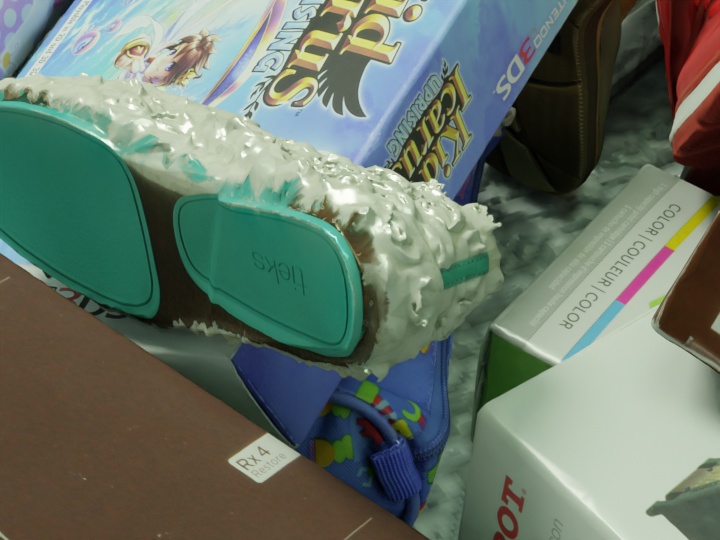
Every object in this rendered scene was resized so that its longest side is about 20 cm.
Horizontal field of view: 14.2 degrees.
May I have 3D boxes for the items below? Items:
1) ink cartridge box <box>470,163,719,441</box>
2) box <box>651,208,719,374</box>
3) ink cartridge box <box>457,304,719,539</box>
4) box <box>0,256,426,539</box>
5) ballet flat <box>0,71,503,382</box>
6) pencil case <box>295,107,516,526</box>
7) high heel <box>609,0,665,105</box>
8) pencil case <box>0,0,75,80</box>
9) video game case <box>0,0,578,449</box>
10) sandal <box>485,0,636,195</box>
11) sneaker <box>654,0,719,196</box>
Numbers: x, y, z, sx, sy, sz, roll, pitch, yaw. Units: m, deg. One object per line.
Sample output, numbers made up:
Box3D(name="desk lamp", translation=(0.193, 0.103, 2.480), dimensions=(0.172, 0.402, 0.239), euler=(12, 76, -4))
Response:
Box3D(name="ink cartridge box", translation=(0.147, 0.053, 0.929), dimensions=(0.200, 0.059, 0.104), euler=(29, 49, 21))
Box3D(name="box", translation=(0.167, -0.001, 0.831), dimensions=(0.100, 0.075, 0.200), euler=(36, 23, 15))
Box3D(name="ink cartridge box", translation=(0.115, 0.128, 0.794), dimensions=(0.083, 0.146, 0.200), euler=(-27, 53, -29))
Box3D(name="box", translation=(-0.066, 0.084, 0.788), dimensions=(0.200, 0.075, 0.100), euler=(31, 35, 18))
Box3D(name="ballet flat", translation=(-0.036, -0.015, 0.817), dimensions=(0.072, 0.072, 0.200), euler=(-32, 35, -30))
Box3D(name="pencil case", translation=(0.000, 0.000, 0.955), dimensions=(0.087, 0.078, 0.200), euler=(-7, 43, 21))
Box3D(name="high heel", translation=(0.074, -0.168, 1.069), dimensions=(0.071, 0.200, 0.143), euler=(-14, 20, 49))
Box3D(name="pencil case", translation=(-0.162, -0.071, 0.987), dimensions=(0.083, 0.091, 0.200), euler=(44, 59, -18))
Box3D(name="video game case", translation=(-0.049, -0.039, 0.932), dimensions=(0.181, 0.045, 0.200), euler=(4, 51, 40))
Box3D(name="sandal", translation=(0.070, -0.107, 0.979), dimensions=(0.080, 0.200, 0.054), euler=(33, 57, 22))
Box3D(name="sneaker", translation=(0.122, -0.097, 0.963), dimensions=(0.078, 0.200, 0.116), euler=(-15, 80, -6))
